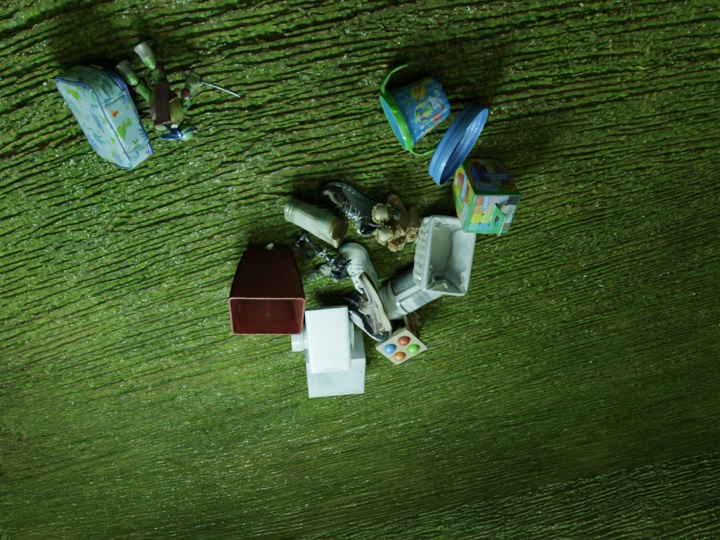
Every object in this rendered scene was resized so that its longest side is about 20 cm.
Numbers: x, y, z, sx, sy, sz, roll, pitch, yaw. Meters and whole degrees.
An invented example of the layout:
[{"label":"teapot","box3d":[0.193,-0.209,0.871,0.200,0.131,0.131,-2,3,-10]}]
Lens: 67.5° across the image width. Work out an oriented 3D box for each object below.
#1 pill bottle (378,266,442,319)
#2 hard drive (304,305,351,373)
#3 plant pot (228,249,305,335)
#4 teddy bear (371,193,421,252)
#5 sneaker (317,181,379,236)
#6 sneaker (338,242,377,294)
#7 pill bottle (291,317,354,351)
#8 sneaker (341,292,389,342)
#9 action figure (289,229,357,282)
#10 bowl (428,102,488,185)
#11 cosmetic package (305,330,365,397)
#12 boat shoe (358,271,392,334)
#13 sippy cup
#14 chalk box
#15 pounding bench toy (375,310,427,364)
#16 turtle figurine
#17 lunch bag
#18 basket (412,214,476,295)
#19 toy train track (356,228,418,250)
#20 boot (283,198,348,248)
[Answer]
[{"label":"pill bottle","box3d":[0.151,0.060,1.626,0.198,0.115,0.114,-29,132,19]},{"label":"hard drive","box3d":[-0.098,0.211,1.652,0.129,0.025,0.205,-5,106,-5]},{"label":"plant pot","box3d":[-0.256,0.052,1.493,0.195,0.179,0.201,2,146,-9]},{"label":"teddy bear","box3d":[0.086,-0.123,1.419,0.066,0.200,0.147,-17,103,34]},{"label":"sneaker","box3d":[-0.016,-0.151,1.392,0.197,0.117,0.075,19,129,-26]},{"label":"sneaker","box3d":[0.000,0.000,1.567,0.075,0.082,0.201,-23,132,16]},{"label":"pill bottle","box3d":[-0.121,0.206,1.722,0.195,0.116,0.116,-3,135,-6]},{"label":"sneaker","box3d":[0.021,0.150,1.658,0.073,0.200,0.081,-37,147,-14]},{"label":"action figure","box3d":[-0.104,-0.018,1.485,0.199,0.103,0.118,39,139,-15]},{"label":"bowl","box3d":[0.226,-0.296,1.258,0.039,0.200,0.203,35,131,13]},{"label":"cosmetic package","box3d":[-0.086,0.321,1.835,0.194,0.125,0.202,-4,136,-5]},{"label":"boat shoe","box3d":[0.027,0.099,1.540,0.071,0.073,0.203,-23,120,2]},{"label":"sippy cup","box3d":[0.128,-0.363,1.210,0.129,0.141,0.178,-29,145,4]},{"label":"chalk box","box3d":[0.317,-0.176,1.363,0.121,0.202,0.126,0,134,-9]},{"label":"pounding bench toy","box3d":[0.144,0.220,1.749,0.123,0.158,0.200,-31,131,21]},{"label":"turtle figurine","box3d":[-0.405,-0.375,1.144,0.143,0.201,0.195,-16,117,48]},{"label":"lunch bag","box3d":[-0.534,-0.323,1.127,0.158,0.083,0.202,19,142,30]},{"label":"basket","box3d":[0.223,-0.045,1.471,0.132,0.123,0.205,6,95,-14]},{"label":"toy train track","box3d":[0.087,-0.098,1.519,0.196,0.033,0.116,8,132,-15]},{"label":"boot","box3d":[-0.116,-0.127,1.421,0.152,0.073,0.200,25,178,8]}]
